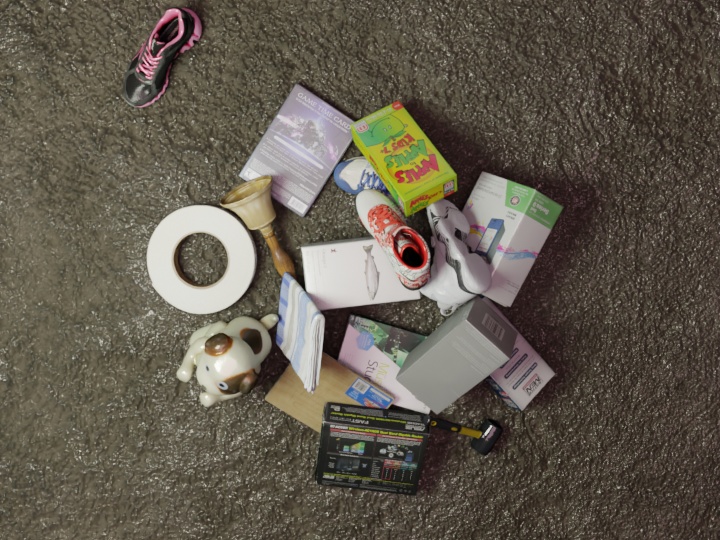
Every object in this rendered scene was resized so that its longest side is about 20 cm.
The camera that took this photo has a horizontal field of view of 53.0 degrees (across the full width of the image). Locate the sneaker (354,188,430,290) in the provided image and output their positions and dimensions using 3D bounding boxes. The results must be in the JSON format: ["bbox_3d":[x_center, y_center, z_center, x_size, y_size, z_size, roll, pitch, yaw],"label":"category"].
[{"bbox_3d":[0.055,-0.068,1.191,0.067,0.108,0.202,-27,75,-7],"label":"sneaker"}]

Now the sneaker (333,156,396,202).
[{"bbox_3d":[0.050,-0.162,1.302,0.199,0.088,0.076,10,98,-1],"label":"sneaker"}]

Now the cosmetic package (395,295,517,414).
[{"bbox_3d":[0.166,0.151,1.264,0.107,0.090,0.200,42,128,-5],"label":"cosmetic package"}]

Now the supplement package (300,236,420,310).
[{"bbox_3d":[0.000,0.000,1.304,0.199,0.117,0.118,-7,94,-1],"label":"supplement package"}]

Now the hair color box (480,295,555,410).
[{"bbox_3d":[0.255,0.153,1.343,0.100,0.061,0.200,-43,95,-13],"label":"hair color box"}]

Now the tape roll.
[{"bbox_3d":[-0.293,-0.021,1.337,0.202,0.037,0.204,0,96,-2],"label":"tape roll"}]

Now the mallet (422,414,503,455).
[{"bbox_3d":[0.182,0.303,1.336,0.199,0.041,0.066,15,105,-37],"label":"mallet"}]

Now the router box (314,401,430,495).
[{"bbox_3d":[0.020,0.333,1.348,0.199,0.062,0.150,8,117,-3],"label":"router box"}]

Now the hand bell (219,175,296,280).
[{"bbox_3d":[-0.163,-0.060,1.313,0.104,0.104,0.201,-25,113,2],"label":"hand bell"}]

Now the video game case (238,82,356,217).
[{"bbox_3d":[-0.111,-0.219,1.327,0.143,0.019,0.200,33,94,-5],"label":"video game case"}]

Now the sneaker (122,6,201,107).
[{"bbox_3d":[-0.359,-0.378,1.267,0.079,0.095,0.200,34,96,-6],"label":"sneaker"}]

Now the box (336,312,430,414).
[{"bbox_3d":[0.056,0.176,1.366,0.199,0.036,0.145,16,96,-4],"label":"box"}]

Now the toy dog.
[{"bbox_3d":[-0.224,0.160,1.276,0.193,0.200,0.140,-26,97,2],"label":"toy dog"}]

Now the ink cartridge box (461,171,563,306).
[{"bbox_3d":[0.241,-0.057,1.280,0.087,0.145,0.201,21,98,-36],"label":"ink cartridge box"}]

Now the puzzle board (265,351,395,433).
[{"bbox_3d":[-0.057,0.238,1.354,0.200,0.017,0.151,33,112,-11],"label":"puzzle board"}]

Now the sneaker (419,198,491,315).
[{"bbox_3d":[0.141,-0.023,1.240,0.115,0.075,0.201,-48,53,39],"label":"sneaker"}]

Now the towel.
[{"bbox_3d":[-0.109,0.104,1.265,0.024,0.200,0.148,-2,113,-24],"label":"towel"}]

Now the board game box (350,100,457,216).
[{"bbox_3d":[0.073,-0.198,1.256,0.101,0.048,0.200,-27,59,-8],"label":"board game box"}]
